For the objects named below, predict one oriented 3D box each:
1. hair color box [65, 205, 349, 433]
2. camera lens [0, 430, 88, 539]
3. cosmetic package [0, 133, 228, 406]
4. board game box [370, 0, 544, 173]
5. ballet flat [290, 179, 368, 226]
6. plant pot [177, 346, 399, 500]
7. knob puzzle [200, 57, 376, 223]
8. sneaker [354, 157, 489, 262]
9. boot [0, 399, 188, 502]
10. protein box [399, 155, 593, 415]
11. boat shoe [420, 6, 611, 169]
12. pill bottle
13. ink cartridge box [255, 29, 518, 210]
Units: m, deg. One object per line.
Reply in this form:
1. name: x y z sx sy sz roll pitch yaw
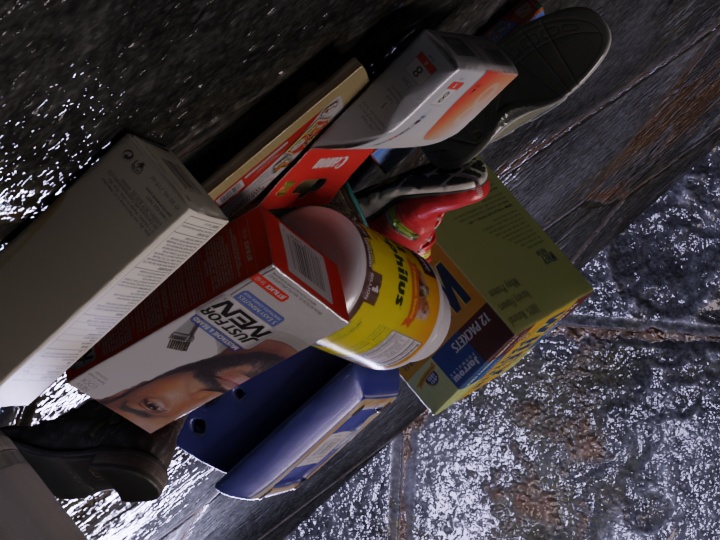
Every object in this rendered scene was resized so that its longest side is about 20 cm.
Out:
1. hair color box: -0.122 0.042 1.597 0.199 0.064 0.111 -29 141 21
2. camera lens: -0.300 0.216 1.553 0.160 0.200 0.160 -39 169 -9
3. cosmetic package: -0.195 0.002 1.394 0.200 0.071 0.105 -41 170 5
4. board game box: 0.086 -0.166 1.842 0.200 0.019 0.103 -41 171 1
5. ballet flat: 0.000 0.000 1.848 0.075 0.200 0.068 -33 -150 5
6. plant pot: -0.085 0.097 1.885 0.200 0.180 0.200 -43 169 9
7. knob puzzle: -0.066 -0.088 1.593 0.219 0.030 0.220 -40 169 -9
8. sneaker: 0.052 -0.048 1.884 0.200 0.085 0.077 -18 -168 46
9. boot: -0.204 0.106 1.730 0.175 0.199 0.069 -66 148 -31
10. protein box: 0.095 0.008 2.097 0.135 0.200 0.198 -47 168 31
11. boat shoe: 0.139 -0.164 1.804 0.202 0.075 0.065 -41 178 25
12. pill bottle: -0.001 0.021 1.723 0.109 0.109 0.200 -43 151 13
13. ink cartridge box: 0.023 -0.105 1.625 0.200 0.050 0.162 -48 168 17
